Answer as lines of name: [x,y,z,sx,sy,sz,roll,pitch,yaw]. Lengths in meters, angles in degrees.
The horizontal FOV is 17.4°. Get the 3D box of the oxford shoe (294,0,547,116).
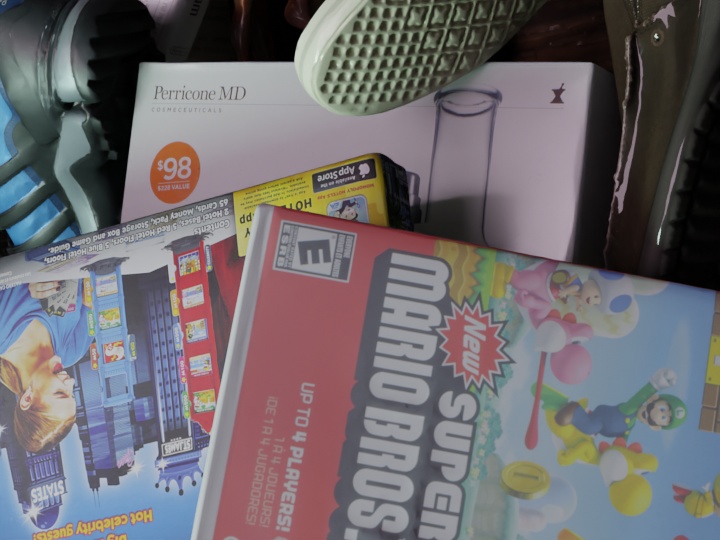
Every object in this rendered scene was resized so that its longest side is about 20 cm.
oxford shoe: [0.047,-0.134,0.828,0.200,0.075,0.058,-47,57,-9]

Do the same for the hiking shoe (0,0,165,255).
hiking shoe: [-0.125,-0.037,0.977,0.086,0.074,0.201,18,130,20]

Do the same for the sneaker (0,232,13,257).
sneaker: [-0.133,0.024,1.087,0.104,0.060,0.201,-29,76,45]

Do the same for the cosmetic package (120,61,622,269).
cosmetic package: [0.000,0.000,0.878,0.199,0.052,0.152,2,81,31]

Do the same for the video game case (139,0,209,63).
video game case: [-0.119,-0.207,0.984,0.199,0.024,0.183,30,104,27]

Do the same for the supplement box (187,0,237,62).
supplement box: [-0.126,-0.152,1.055,0.125,0.073,0.202,-6,87,42]

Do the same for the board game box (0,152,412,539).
board game box: [-0.055,0.082,0.829,0.199,0.062,0.201,-14,74,26]

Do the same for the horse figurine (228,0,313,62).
horse figurine: [-0.014,-0.148,0.953,0.200,0.050,0.133,-49,45,43]

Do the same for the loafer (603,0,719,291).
loafer: [0.120,-0.077,0.814,0.071,0.073,0.202,16,95,50]

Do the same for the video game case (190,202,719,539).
video game case: [0.051,0.065,0.752,0.017,0.198,0.144,106,174,-73]
